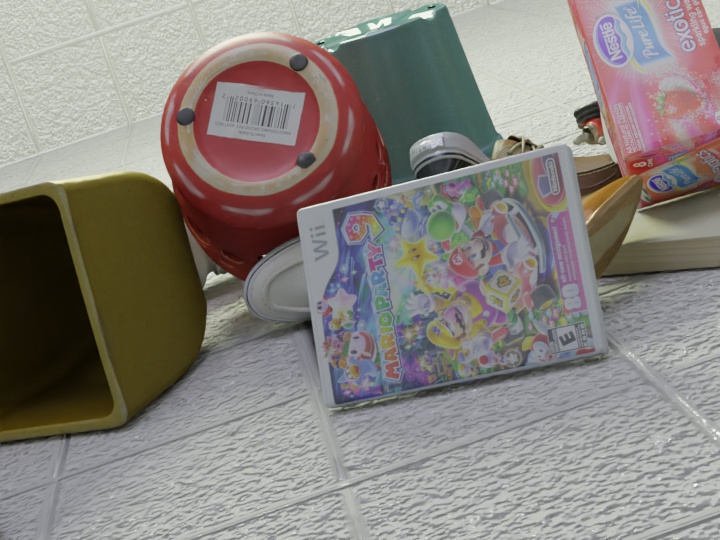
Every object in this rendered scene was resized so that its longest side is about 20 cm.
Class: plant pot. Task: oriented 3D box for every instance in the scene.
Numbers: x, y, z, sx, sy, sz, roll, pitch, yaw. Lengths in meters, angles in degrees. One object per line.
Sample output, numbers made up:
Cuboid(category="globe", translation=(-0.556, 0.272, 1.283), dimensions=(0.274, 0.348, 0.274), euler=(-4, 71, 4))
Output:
Cuboid(category="plant pot", translation=(-0.078, -0.099, 1.377), dimensions=(0.200, 0.201, 0.183), euler=(-17, -15, 3))
Cuboid(category="plant pot", translation=(0.044, -0.158, 1.577), dimensions=(0.200, 0.196, 0.200), euler=(-18, 13, 4))
Cuboid(category="plant pot", translation=(-0.237, 0.017, 1.294), dimensions=(0.194, 0.196, 0.200), euler=(-10, 9, 30))

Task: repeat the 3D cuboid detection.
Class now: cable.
Cuboid(category="cable", translation=(0.282, -0.149, 1.459), dimensions=(0.200, 0.050, 0.097), euler=(-13, 1, -35))

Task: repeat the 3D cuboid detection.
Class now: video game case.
Cuboid(category="video game case", translation=(0.058, 0.006, 1.049), dimensions=(0.200, 0.143, 0.018), euler=(-13, -12, 20))

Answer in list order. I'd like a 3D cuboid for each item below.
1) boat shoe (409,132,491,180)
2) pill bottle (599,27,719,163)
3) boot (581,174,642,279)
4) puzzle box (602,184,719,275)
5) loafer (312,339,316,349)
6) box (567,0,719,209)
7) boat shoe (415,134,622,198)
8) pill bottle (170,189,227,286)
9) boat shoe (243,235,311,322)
Cuboid(category="boat shoe", translation=(0.102, -0.047, 1.261), dimensions=(0.072, 0.071, 0.200), euler=(-21, -25, 31))
Cuboid(category="pill bottle", translation=(0.310, -0.151, 1.315), dimensions=(0.200, 0.114, 0.114), euler=(-8, 14, 1))
Cuboid(category="boot", translation=(0.101, -0.030, 1.122), dimensions=(0.144, 0.071, 0.201), euler=(28, 54, 28))
Cuboid(category="puzzle box", translation=(0.275, -0.047, 1.205), dimensions=(0.133, 0.025, 0.200), euler=(-6, 18, 43))
Cuboid(category="loafer", translation=(0.048, 0.008, 1.181), dimensions=(0.200, 0.071, 0.073), euler=(-23, 14, -20))
Cuboid(category="box", translation=(0.229, -0.164, 1.216), dimensions=(0.095, 0.200, 0.103), euler=(-16, -24, 7))
Cuboid(category="boat shoe", translation=(0.141, -0.084, 1.415), dimensions=(0.200, 0.074, 0.076), euler=(-12, 15, 17))
Cuboid(category="pill bottle", translation=(-0.221, -0.015, 1.528), dimensions=(0.200, 0.114, 0.114), euler=(-21, 14, -11))
Cuboid(category="boat shoe", translation=(0.000, 0.000, 1.293), dimensions=(0.200, 0.071, 0.070), euler=(-13, 10, -6))
